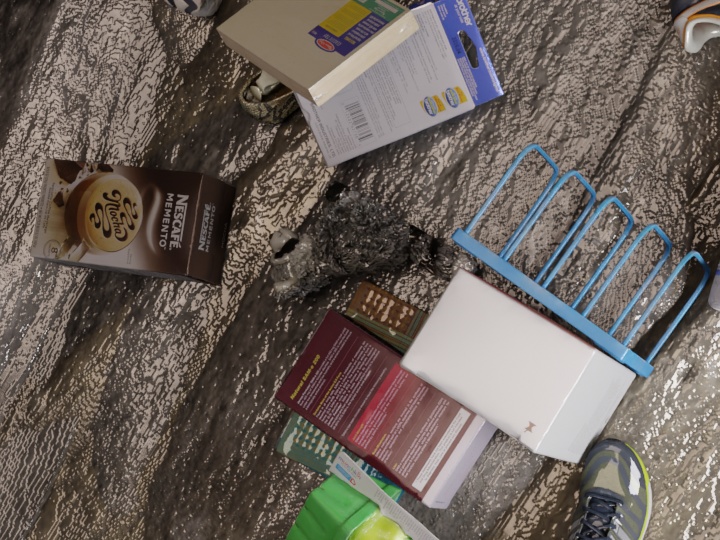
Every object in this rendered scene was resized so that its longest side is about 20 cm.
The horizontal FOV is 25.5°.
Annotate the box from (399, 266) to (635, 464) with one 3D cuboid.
[{"bbox_3d":[0.151,0.092,1.478,0.152,0.200,0.106,32,92,21],"label":"box"}]

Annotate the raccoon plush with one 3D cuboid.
[{"bbox_3d":[0.000,0.000,1.601,0.200,0.097,0.134,29,87,24],"label":"raccoon plush"}]

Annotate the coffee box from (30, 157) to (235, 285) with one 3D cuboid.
[{"bbox_3d":[-0.247,-0.054,1.724,0.200,0.080,0.113,6,84,23],"label":"coffee box"}]

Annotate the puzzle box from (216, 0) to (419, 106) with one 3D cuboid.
[{"bbox_3d":[-0.047,-0.244,1.604,0.133,0.025,0.200,-38,40,-11],"label":"puzzle box"}]

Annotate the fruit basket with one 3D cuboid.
[{"bbox_3d":[0.025,0.292,1.547,0.200,0.094,0.185,36,131,11],"label":"fruit basket"}]

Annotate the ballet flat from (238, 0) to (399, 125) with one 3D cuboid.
[{"bbox_3d":[-0.047,-0.227,1.671,0.200,0.075,0.068,-37,68,13],"label":"ballet flat"}]

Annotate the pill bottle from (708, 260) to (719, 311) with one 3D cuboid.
[{"bbox_3d":[0.398,-0.046,1.448,0.112,0.112,0.200,17,90,23],"label":"pill bottle"}]

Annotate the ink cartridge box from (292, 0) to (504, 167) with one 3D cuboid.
[{"bbox_3d":[0.034,-0.197,1.621,0.200,0.042,0.120,-21,105,13],"label":"ink cartridge box"}]

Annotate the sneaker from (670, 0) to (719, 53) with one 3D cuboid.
[{"bbox_3d":[0.391,-0.256,1.500,0.200,0.078,0.080,-11,74,31],"label":"sneaker"}]

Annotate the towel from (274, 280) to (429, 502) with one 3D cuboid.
[{"bbox_3d":[0.016,0.128,1.627,0.146,0.022,0.200,28,91,22],"label":"towel"}]

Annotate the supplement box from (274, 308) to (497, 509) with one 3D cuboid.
[{"bbox_3d":[0.026,0.137,1.577,0.200,0.061,0.109,34,93,21],"label":"supplement box"}]

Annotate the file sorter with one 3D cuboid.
[{"bbox_3d":[0.214,-0.011,1.504,0.200,0.139,0.123,37,94,22],"label":"file sorter"}]

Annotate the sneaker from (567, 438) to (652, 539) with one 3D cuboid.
[{"bbox_3d":[0.225,0.257,1.491,0.074,0.081,0.201,6,85,22],"label":"sneaker"}]

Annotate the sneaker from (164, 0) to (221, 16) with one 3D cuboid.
[{"bbox_3d":[-0.194,-0.390,1.750,0.129,0.079,0.200,20,100,15],"label":"sneaker"}]
